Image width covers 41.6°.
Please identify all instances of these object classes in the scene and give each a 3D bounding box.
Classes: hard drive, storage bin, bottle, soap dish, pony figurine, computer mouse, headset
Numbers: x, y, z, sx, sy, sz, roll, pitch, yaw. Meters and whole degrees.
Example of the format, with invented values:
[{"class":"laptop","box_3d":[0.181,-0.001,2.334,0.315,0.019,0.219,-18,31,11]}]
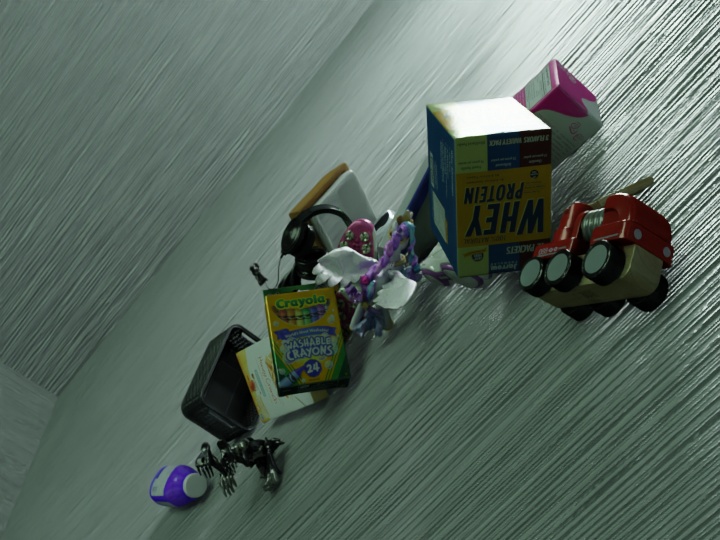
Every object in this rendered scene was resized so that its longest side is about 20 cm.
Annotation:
[{"class":"hard drive","box_3d":[0.088,-0.093,1.723,0.202,0.025,0.132,-62,-15,-21]},{"class":"storage bin","box_3d":[-0.265,0.231,1.948,0.093,0.135,0.202,-34,28,44]},{"class":"bottle","box_3d":[-0.373,0.444,1.958,0.199,0.065,0.084,-22,37,57]},{"class":"soap dish","box_3d":[-0.042,-0.078,1.801,0.080,0.201,0.158,2,41,42]},{"class":"pony figurine","box_3d":[0.029,0.017,1.558,0.193,0.165,0.202,-46,-25,-40]},{"class":"computer mouse","box_3d":[0.028,-0.033,1.781,0.044,0.110,0.201,8,53,46]},{"class":"headset","box_3d":[-0.104,-0.039,1.691,0.199,0.124,0.094,-35,32,-5]}]

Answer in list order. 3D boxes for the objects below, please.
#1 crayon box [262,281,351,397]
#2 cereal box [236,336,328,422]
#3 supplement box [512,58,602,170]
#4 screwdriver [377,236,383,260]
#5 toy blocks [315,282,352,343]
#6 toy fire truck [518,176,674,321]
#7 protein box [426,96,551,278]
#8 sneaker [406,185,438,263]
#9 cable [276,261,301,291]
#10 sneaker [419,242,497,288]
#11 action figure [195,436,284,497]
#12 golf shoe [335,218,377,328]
[{"class":"crayon box","box_3d":[-0.096,0.107,1.642,0.052,0.124,0.203,104,156,-63]},{"class":"cereal box","box_3d":[-0.148,0.191,1.748,0.039,0.146,0.199,-17,-8,-38]},{"class":"supplement box","box_3d":[0.268,-0.214,1.484,0.200,0.101,0.104,-41,22,32]},{"class":"screwdriver","box_3d":[0.074,-0.098,1.767,0.202,0.028,0.029,-63,15,-15]},{"class":"toy blocks","box_3d":[-0.074,0.119,1.782,0.136,0.100,0.202,0,56,53]},{"class":"toy fire truck","box_3d":[0.303,-0.049,1.134,0.175,0.128,0.203,-16,52,60]},{"class":"protein box","box_3d":[0.178,-0.124,1.351,0.200,0.133,0.201,-109,13,-67]},{"class":"sneaker","box_3d":[0.127,-0.110,1.686,0.106,0.074,0.202,-39,26,39]},{"class":"cable","box_3d":[-0.099,0.028,1.885,0.051,0.163,0.201,42,101,26]},{"class":"sneaker","box_3d":[0.159,-0.027,1.469,0.100,0.074,0.200,-59,20,-10]},{"class":"action figure","box_3d":[-0.202,0.340,1.651,0.117,0.200,0.104,-18,73,21]},{"class":"golf shoe","box_3d":[0.000,0.000,1.693,0.091,0.074,0.203,-30,-47,-59]}]
